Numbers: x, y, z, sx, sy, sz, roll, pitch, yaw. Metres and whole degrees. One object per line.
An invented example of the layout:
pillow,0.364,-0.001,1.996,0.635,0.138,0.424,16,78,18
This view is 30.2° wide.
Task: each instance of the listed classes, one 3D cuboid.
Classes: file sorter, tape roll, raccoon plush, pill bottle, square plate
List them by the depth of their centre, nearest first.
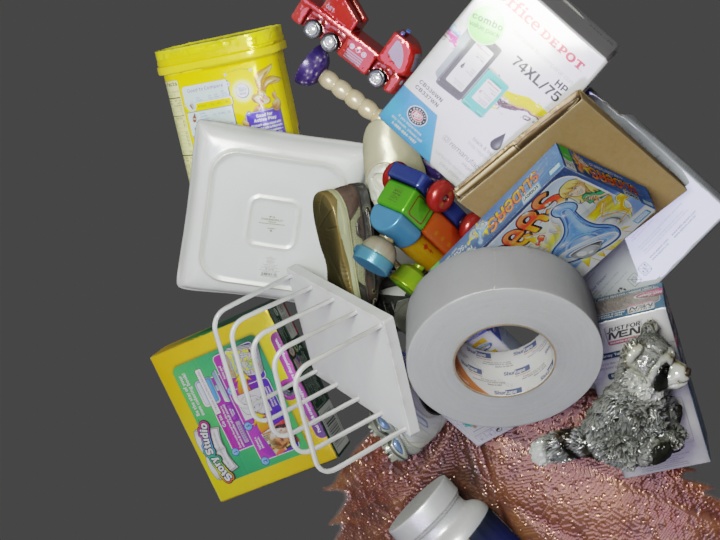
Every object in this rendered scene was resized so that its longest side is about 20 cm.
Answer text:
tape roll,0.144,0.070,1.358,0.198,0.066,0.201,0,131,0
raccoon plush,0.250,0.134,1.387,0.198,0.097,0.135,-16,105,18
file sorter,-0.054,0.103,1.407,0.200,0.124,0.140,27,136,54
square plate,-0.096,-0.056,1.480,0.198,0.028,0.200,8,109,-7
pill bottle,0.134,0.342,1.554,0.200,0.116,0.116,45,112,1

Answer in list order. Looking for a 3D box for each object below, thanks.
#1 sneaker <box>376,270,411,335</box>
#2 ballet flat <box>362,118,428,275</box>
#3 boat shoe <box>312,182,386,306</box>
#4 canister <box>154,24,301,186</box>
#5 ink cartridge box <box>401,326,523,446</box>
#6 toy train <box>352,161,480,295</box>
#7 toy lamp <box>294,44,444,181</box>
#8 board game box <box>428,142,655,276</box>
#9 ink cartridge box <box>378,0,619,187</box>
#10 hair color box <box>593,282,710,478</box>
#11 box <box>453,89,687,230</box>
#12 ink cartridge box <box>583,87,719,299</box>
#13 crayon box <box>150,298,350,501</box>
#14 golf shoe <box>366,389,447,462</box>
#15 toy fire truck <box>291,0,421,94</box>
sneaker,0.059,0.044,1.510,0.198,0.090,0.067,6,105,15
ballet flat,0.043,-0.069,1.463,0.069,0.070,0.201,-6,126,18
boat shoe,-0.001,-0.001,1.464,0.066,0.072,0.202,-22,117,-20
canister,-0.140,-0.165,1.517,0.147,0.087,0.202,-8,103,16
ink cartridge box,0.126,0.114,1.480,0.119,0.042,0.200,-30,134,21
toy train,0.076,-0.020,1.418,0.084,0.200,0.116,27,81,43
toy lamp,0.019,-0.171,1.486,0.200,0.058,0.058,39,111,6
board game box,0.183,-0.031,1.355,0.135,0.035,0.200,20,129,-33
ink cartridge box,0.148,-0.199,1.390,0.147,0.146,0.200,41,112,2
hair color box,0.308,0.121,1.451,0.099,0.061,0.201,-14,114,17
box,0.216,-0.081,1.355,0.163,0.021,0.199,-39,133,23
ink cartridge box,0.261,-0.064,1.447,0.200,0.041,0.200,42,113,0
crayon box,-0.134,0.157,1.615,0.171,0.058,0.201,-22,97,22
golf shoe,0.025,0.122,1.564,0.097,0.078,0.201,-34,97,2
toy fire truck,-0.001,-0.304,1.458,0.199,0.049,0.141,37,111,4
